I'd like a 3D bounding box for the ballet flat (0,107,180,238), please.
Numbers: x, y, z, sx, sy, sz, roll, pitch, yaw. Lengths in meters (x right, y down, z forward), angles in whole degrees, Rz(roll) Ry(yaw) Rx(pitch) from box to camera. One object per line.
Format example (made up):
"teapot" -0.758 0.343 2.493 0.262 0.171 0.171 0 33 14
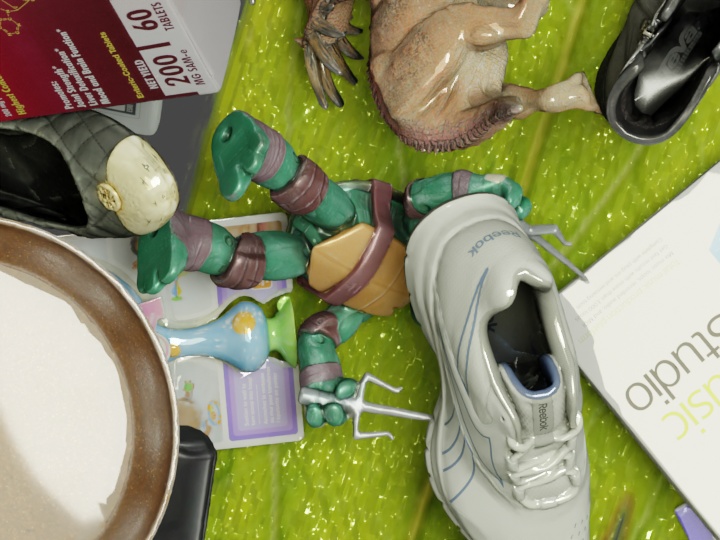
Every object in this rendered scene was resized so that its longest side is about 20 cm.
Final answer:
"ballet flat" -0.166 -0.045 1.409 0.200 0.057 0.067 11 121 37

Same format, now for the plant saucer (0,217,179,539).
"plant saucer" -0.184 0.075 1.381 0.200 0.034 0.201 1 87 -10

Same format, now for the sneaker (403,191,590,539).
"sneaker" 0.069 0.067 1.375 0.074 0.087 0.201 -21 117 -11

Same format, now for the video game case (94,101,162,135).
"video game case" -0.176 -0.150 1.399 0.182 0.200 0.023 11 52 0

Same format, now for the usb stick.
"usb stick" -0.108 0.168 1.451 0.055 0.033 0.201 6 108 -10

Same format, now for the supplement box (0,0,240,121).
"supplement box" -0.168 -0.124 1.362 0.199 0.109 0.061 -6 49 22

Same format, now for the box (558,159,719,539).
"box" 0.201 0.053 1.447 0.144 0.036 0.200 -40 80 2

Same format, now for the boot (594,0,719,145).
"boot" 0.174 -0.148 1.411 0.070 0.132 0.201 21 92 0

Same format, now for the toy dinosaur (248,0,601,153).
"toy dinosaur" 0.028 -0.103 1.410 0.135 0.200 0.086 -23 133 4

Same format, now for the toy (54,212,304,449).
"toy" -0.126 0.040 1.443 0.199 0.047 0.116 -7 101 -12

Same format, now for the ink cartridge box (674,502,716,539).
"ink cartridge box" 0.284 0.164 1.468 0.198 0.043 0.200 -27 91 2

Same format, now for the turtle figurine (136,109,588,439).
"turtle figurine" 0.000 0.000 1.424 0.200 0.101 0.150 23 102 -31
